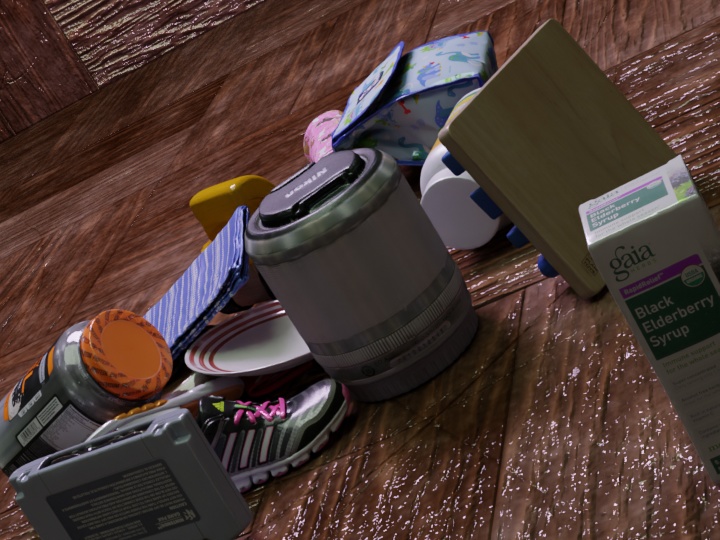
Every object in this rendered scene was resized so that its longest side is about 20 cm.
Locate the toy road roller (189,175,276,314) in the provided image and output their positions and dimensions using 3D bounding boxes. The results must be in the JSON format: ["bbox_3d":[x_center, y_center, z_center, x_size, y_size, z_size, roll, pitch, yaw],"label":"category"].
[{"bbox_3d":[-0.105,-0.053,1.857,0.123,0.146,0.200,-13,22,41],"label":"toy road roller"}]

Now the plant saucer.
[{"bbox_3d":[-0.207,0.121,1.755,0.200,0.032,0.200,-33,20,14],"label":"plant saucer"}]

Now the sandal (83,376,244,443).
[{"bbox_3d":[-0.188,0.164,1.594,0.206,0.059,0.079,-24,-25,-32],"label":"sandal"}]

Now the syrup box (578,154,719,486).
[{"bbox_3d":[0.225,0.033,1.081,0.079,0.200,0.081,-26,20,13],"label":"syrup box"}]

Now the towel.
[{"bbox_3d":[-0.184,0.030,1.734,0.200,0.024,0.145,-46,24,24],"label":"towel"}]

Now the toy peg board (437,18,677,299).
[{"bbox_3d":[0.170,-0.091,1.508,0.199,0.200,0.098,-47,7,-37],"label":"toy peg board"}]

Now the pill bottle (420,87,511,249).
[{"bbox_3d":[0.126,-0.106,1.703,0.113,0.113,0.200,-21,22,27],"label":"pill bottle"}]

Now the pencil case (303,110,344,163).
[{"bbox_3d":[-0.028,-0.142,2.067,0.086,0.083,0.200,-37,19,8],"label":"pencil case"}]

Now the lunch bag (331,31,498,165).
[{"bbox_3d":[0.069,-0.201,1.961,0.200,0.128,0.170,-14,23,16],"label":"lunch bag"}]

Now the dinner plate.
[{"bbox_3d":[-0.083,0.069,1.666,0.200,0.024,0.200,-14,18,5],"label":"dinner plate"}]

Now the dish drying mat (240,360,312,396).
[{"bbox_3d":[-0.101,0.082,1.732,0.077,0.018,0.200,-33,19,-1],"label":"dish drying mat"}]

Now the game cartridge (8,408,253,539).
[{"bbox_3d":[-0.196,0.203,1.405,0.200,0.133,0.042,-20,23,28],"label":"game cartridge"}]

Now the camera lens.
[{"bbox_3d":[0.000,0.000,1.502,0.160,0.200,0.160,-28,19,11],"label":"camera lens"}]

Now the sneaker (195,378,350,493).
[{"bbox_3d":[-0.106,0.145,1.481,0.200,0.088,0.074,-29,19,7],"label":"sneaker"}]

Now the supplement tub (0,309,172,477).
[{"bbox_3d":[-0.282,0.132,1.648,0.200,0.123,0.123,-43,10,35],"label":"supplement tub"}]
